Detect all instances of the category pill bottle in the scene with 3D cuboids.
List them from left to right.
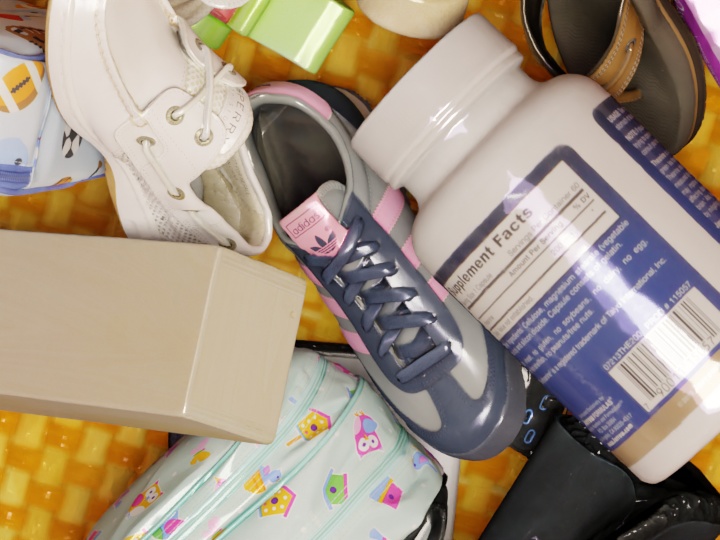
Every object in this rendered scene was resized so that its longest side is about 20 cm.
[{"bbox_3d":[0.093,-0.013,1.214,0.200,0.111,0.111,45,99,3],"label":"pill bottle"}]

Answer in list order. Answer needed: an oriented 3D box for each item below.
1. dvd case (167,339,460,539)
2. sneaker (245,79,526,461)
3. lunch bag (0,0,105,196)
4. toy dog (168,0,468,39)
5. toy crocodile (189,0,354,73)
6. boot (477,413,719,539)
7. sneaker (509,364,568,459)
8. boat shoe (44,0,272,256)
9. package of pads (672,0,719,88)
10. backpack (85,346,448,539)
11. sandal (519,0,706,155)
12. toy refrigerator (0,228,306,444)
[{"bbox_3d":[-0.027,0.132,1.363,0.142,0.018,0.200,5,103,-2],"label":"dvd case"},{"bbox_3d":[0.000,0.000,1.259,0.070,0.082,0.200,-40,68,20],"label":"sneaker"},{"bbox_3d":[-0.185,-0.085,1.220,0.160,0.200,0.076,14,97,13],"label":"lunch bag"},{"bbox_3d":[-0.027,-0.153,1.189,0.199,0.096,0.132,-3,115,4],"label":"toy dog"},{"bbox_3d":[-0.093,-0.158,1.273,0.200,0.062,0.068,37,101,-8],"label":"toy crocodile"},{"bbox_3d":[0.119,0.171,1.297,0.200,0.076,0.168,36,99,-28],"label":"boot"},{"bbox_3d":[0.117,0.040,1.309,0.200,0.073,0.112,12,92,7],"label":"sneaker"},{"bbox_3d":[-0.077,-0.071,1.176,0.069,0.200,0.071,11,64,19],"label":"boat shoe"},{"bbox_3d":[0.243,-0.144,1.270,0.200,0.076,0.121,-29,100,6],"label":"package of pads"},{"bbox_3d":[-0.054,0.135,1.278,0.200,0.167,0.127,-45,104,-1],"label":"backpack"},{"bbox_3d":[0.104,-0.112,1.236,0.082,0.200,0.055,32,70,25],"label":"sandal"},{"bbox_3d":[-0.123,0.027,1.252,0.200,0.070,0.076,4,78,38],"label":"toy refrigerator"}]
